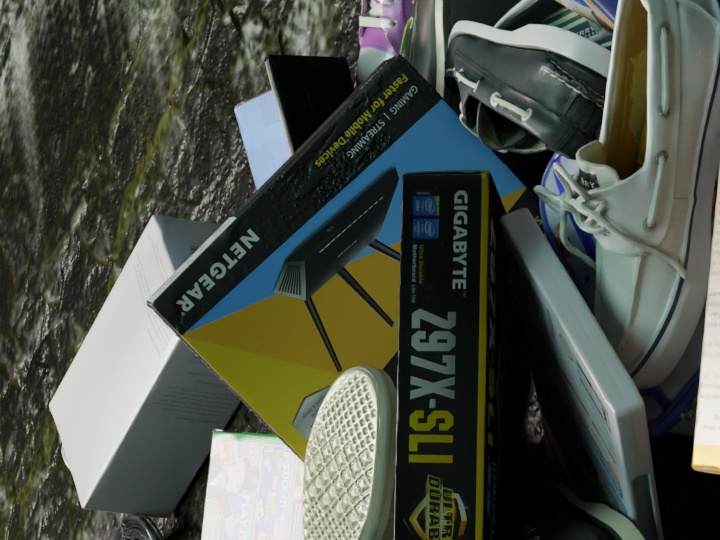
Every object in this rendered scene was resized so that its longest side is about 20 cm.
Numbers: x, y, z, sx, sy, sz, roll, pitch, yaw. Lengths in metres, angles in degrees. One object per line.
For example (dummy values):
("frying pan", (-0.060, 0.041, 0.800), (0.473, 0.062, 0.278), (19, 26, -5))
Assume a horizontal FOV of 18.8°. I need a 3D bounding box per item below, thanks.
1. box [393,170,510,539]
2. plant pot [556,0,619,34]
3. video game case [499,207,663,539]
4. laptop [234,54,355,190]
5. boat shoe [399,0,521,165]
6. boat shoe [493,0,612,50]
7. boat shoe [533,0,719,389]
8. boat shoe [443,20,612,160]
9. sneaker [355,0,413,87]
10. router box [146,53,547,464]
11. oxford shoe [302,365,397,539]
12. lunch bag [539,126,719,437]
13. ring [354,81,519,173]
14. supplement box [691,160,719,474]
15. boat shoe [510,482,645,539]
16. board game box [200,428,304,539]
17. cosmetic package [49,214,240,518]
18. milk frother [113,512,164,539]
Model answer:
("box", (0.049, 0.060, 1.120), (0.160, 0.049, 0.201), (44, -133, -77))
("plant pot", (0.122, -0.238, 1.098), (0.180, 0.200, 0.200), (-51, 39, 1))
("video game case", (0.119, 0.082, 1.117), (0.201, 0.018, 0.144), (75, 171, -47))
("laptop", (-0.044, -0.029, 1.373), (0.115, 0.200, 0.188), (-16, 89, 20))
("boat shoe", (0.052, -0.133, 1.305), (0.060, 0.071, 0.203), (2, 88, 46))
("boat shoe", (0.148, -0.150, 1.201), (0.200, 0.066, 0.074), (-37, 52, 47))
("boat shoe", (0.125, -0.041, 1.046), (0.075, 0.086, 0.203), (39, 121, 59))
("boat shoe", (0.081, -0.094, 1.175), (0.061, 0.075, 0.200), (-62, 12, -4))
("sneaker", (0.011, -0.206, 1.358), (0.073, 0.114, 0.202), (12, 84, 59))
("router box", (0.000, 0.000, 1.233), (0.200, 0.149, 0.051), (-46, 7, -6))
("oxford shoe", (0.006, 0.146, 1.188), (0.075, 0.057, 0.201), (28, 121, 57))
("lunch bag", (0.169, -0.013, 1.128), (0.161, 0.075, 0.201), (-54, 40, 38))
("ring", (0.038, -0.085, 1.397), (0.200, 0.019, 0.202), (-19, 67, 54))
("supplement box", (0.228, -0.001, 0.986), (0.073, 0.125, 0.201), (-2, 81, 57))
("boat shoe", (0.102, 0.157, 1.131), (0.074, 0.063, 0.201), (65, 173, -1))
("board game box", (-0.050, 0.208, 1.410), (0.134, 0.029, 0.201), (1, 82, 38))
("cosmetic package", (-0.145, 0.072, 1.582), (0.200, 0.081, 0.113), (-58, 39, 32))
("milk frother", (-0.196, 0.261, 1.509), (0.200, 0.187, 0.182), (11, 89, 56))
